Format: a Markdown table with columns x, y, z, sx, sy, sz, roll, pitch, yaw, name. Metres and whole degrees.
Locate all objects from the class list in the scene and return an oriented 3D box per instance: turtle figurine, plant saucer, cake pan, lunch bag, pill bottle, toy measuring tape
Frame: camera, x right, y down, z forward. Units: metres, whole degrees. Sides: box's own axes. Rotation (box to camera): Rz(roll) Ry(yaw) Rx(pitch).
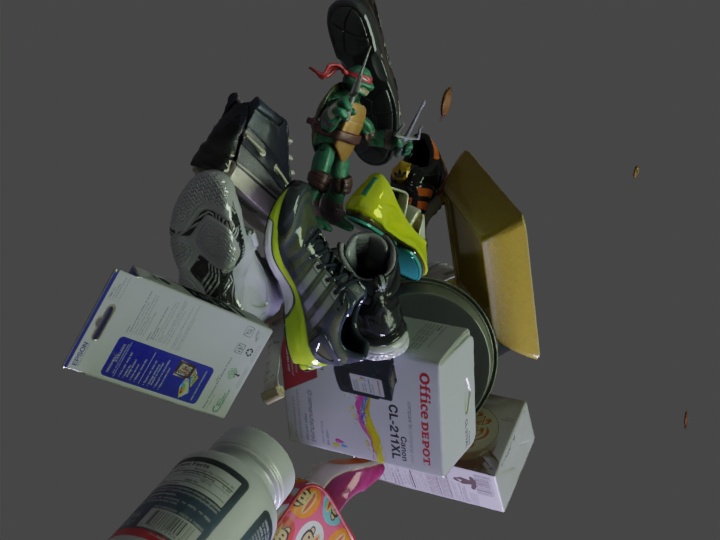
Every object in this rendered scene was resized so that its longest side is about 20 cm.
| x | y | z | sx | sy | sz | roll | pitch | yaw | name |
| --- | --- | --- | --- | --- | --- | --- | --- | --- | --- |
| -0.010 | -0.145 | 1.435 | 0.149 | 0.100 | 0.202 | 7 | 108 | -48 | turtle figurine |
| 0.151 | -0.016 | 1.611 | 0.200 | 0.048 | 0.202 | -119 | -164 | -58 | plant saucer |
| 0.066 | 0.109 | 1.561 | 0.037 | 0.198 | 0.203 | -107 | -159 | -80 | cake pan |
| -0.089 | 0.329 | 1.391 | 0.200 | 0.081 | 0.177 | -47 | 128 | -26 | lunch bag |
| -0.148 | 0.243 | 1.264 | 0.200 | 0.118 | 0.121 | -47 | 137 | -47 | pill bottle |
| -0.067 | 0.060 | 1.379 | 0.074 | 0.073 | 0.202 | 64 | 22 | -48 | toy measuring tape |

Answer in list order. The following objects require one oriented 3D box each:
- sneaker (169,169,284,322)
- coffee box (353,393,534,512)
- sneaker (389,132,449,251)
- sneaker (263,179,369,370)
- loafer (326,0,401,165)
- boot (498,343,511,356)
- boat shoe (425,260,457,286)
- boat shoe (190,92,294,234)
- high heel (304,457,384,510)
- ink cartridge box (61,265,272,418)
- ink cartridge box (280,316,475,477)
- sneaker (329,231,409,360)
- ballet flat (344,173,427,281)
| x | y | z | sx | sy | sz | roll | pitch | yaw | name |
| --- | --- | --- | --- | --- | --- | --- | --- | --- | --- |
| -0.122 | -0.016 | 1.288 | 0.115 | 0.074 | 0.202 | -41 | 138 | -52 | sneaker |
| 0.100 | 0.209 | 1.643 | 0.115 | 0.198 | 0.080 | -59 | 147 | -34 | coffee box |
| 0.051 | -0.082 | 1.612 | 0.201 | 0.069 | 0.091 | -63 | 142 | -40 | sneaker |
| -0.036 | 0.005 | 1.289 | 0.074 | 0.080 | 0.202 | -50 | 134 | -51 | sneaker |
| 0.014 | -0.218 | 1.493 | 0.063 | 0.071 | 0.202 | -53 | 139 | -49 | loafer |
| 0.175 | 0.130 | 1.921 | 0.200 | 0.065 | 0.167 | -33 | 128 | -61 | boot |
| 0.093 | 0.045 | 1.703 | 0.202 | 0.085 | 0.076 | -31 | 125 | -56 | boat shoe |
| -0.086 | -0.096 | 1.326 | 0.094 | 0.074 | 0.200 | -65 | 149 | -13 | boat shoe |
| -0.036 | 0.276 | 1.535 | 0.199 | 0.067 | 0.097 | -10 | 97 | -56 | high heel |
| -0.175 | 0.061 | 1.183 | 0.199 | 0.039 | 0.100 | 27 | 96 | -48 | ink cartridge box |
| 0.019 | 0.127 | 1.461 | 0.083 | 0.198 | 0.147 | -40 | 132 | -52 | ink cartridge box |
| 0.000 | 0.000 | 1.414 | 0.075 | 0.200 | 0.115 | -12 | 123 | -14 | sneaker |
| 0.040 | -0.049 | 1.466 | 0.068 | 0.066 | 0.200 | -66 | 154 | -11 | ballet flat |
